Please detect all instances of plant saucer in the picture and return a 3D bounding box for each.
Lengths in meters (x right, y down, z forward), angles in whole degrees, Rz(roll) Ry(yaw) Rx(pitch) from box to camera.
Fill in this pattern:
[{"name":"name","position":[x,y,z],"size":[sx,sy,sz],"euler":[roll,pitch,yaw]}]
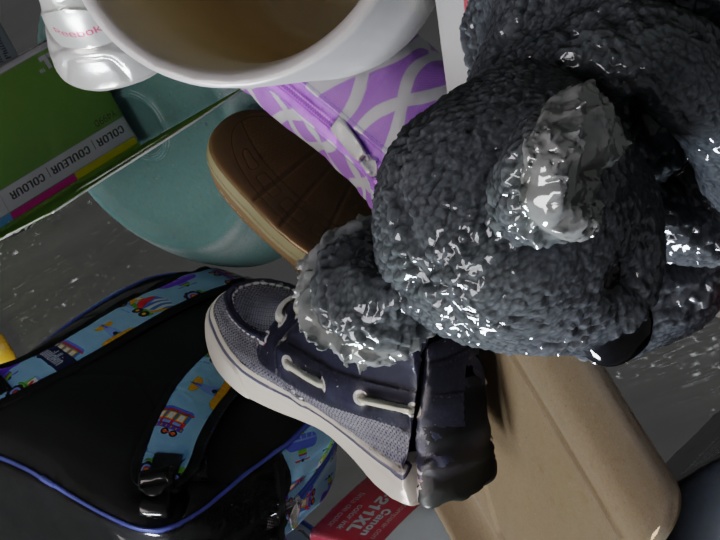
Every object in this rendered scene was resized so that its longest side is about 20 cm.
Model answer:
[{"name":"plant saucer","position":[-0.107,-0.083,1.281],"size":[0.199,0.036,0.201],"euler":[24,132,30]}]

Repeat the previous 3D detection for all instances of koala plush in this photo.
[{"name":"koala plush","position":[0.073,-0.036,0.884],"size":[0.177,0.200,0.184],"euler":[-29,94,48]}]

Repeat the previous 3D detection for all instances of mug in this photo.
[{"name":"mug","position":[-0.017,-0.157,1.034],"size":[0.187,0.153,0.150],"euler":[-44,77,11]}]

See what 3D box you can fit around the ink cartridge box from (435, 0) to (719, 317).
[{"name":"ink cartridge box","position":[0.138,-0.066,1.021],"size":[0.199,0.086,0.148],"euler":[15,127,35]}]

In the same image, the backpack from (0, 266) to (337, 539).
[{"name":"backpack","position":[-0.098,0.092,1.270],"size":[0.182,0.200,0.135],"euler":[20,131,32]}]

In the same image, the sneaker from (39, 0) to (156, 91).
[{"name":"sneaker","position":[-0.107,-0.187,1.095],"size":[0.077,0.201,0.099],"euler":[-3,149,13]}]

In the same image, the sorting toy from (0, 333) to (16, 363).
[{"name":"sorting toy","position":[-0.294,0.130,1.502],"size":[0.106,0.180,0.201],"euler":[11,125,39]}]

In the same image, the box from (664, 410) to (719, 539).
[{"name":"box","position":[0.229,0.110,1.041],"size":[0.149,0.107,0.200],"euler":[52,140,1]}]

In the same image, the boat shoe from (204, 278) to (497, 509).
[{"name":"boat shoe","position":[-0.007,0.024,1.110],"size":[0.200,0.074,0.093],"euler":[31,132,46]}]

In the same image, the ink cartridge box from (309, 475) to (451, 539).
[{"name":"ink cartridge box","position":[0.085,0.193,1.257],"size":[0.199,0.083,0.146],"euler":[10,124,39]}]

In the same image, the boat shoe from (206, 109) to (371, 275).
[{"name":"boat shoe","position":[0.000,0.000,1.205],"size":[0.200,0.071,0.065],"euler":[40,144,7]}]

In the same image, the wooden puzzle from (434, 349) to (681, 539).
[{"name":"wooden puzzle","position":[0.083,0.091,1.080],"size":[0.200,0.037,0.185],"euler":[98,149,-51]}]

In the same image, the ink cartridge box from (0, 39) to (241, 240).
[{"name":"ink cartridge box","position":[-0.174,-0.065,1.217],"size":[0.200,0.148,0.076],"euler":[-21,102,48]}]

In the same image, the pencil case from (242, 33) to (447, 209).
[{"name":"pencil case","position":[-0.031,-0.104,1.155],"size":[0.200,0.085,0.084],"euler":[39,136,17]}]

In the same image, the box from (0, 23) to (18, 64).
[{"name":"box","position":[-0.300,-0.048,1.363],"size":[0.184,0.200,0.105],"euler":[-19,104,49]}]

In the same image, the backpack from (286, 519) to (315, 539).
[{"name":"backpack","position":[-0.106,0.195,1.379],"size":[0.190,0.200,0.155],"euler":[12,128,22]}]
